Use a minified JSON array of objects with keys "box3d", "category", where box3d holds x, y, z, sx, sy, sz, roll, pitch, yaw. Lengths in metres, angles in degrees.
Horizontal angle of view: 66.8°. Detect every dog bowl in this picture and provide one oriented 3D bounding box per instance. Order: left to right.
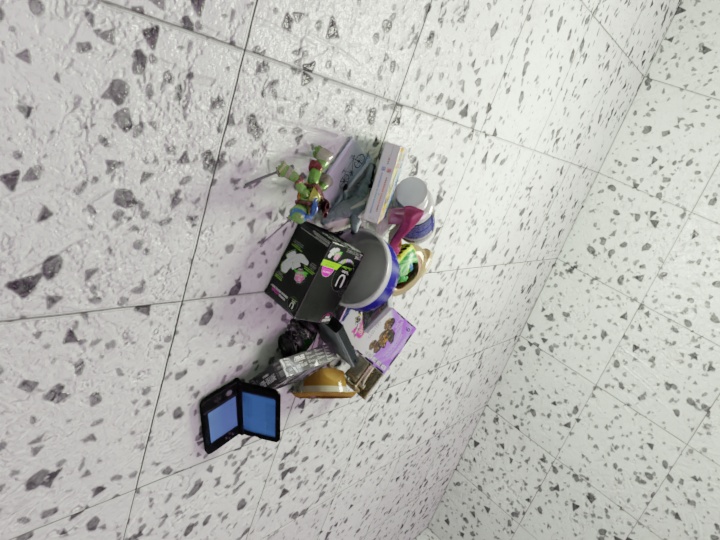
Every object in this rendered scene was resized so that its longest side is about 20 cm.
[{"box3d":[0.000,0.000,1.412,0.203,0.198,0.078,-58,148,2],"category":"dog bowl"}]

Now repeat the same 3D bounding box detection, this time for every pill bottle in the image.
[{"box3d":[0.148,-0.168,1.519,0.121,0.119,0.201,-50,160,-11],"category":"pill bottle"}]

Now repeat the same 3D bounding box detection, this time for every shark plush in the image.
[{"box3d":[-0.015,-0.174,1.335,0.083,0.091,0.202,38,91,-28],"category":"shark plush"}]

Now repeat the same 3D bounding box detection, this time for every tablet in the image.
[{"box3d":[-0.024,0.050,1.533,0.204,0.013,0.130,-64,-174,9],"category":"tablet"}]

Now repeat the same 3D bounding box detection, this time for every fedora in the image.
[{"box3d":[-0.106,0.335,1.615,0.199,0.195,0.085,25,60,-58],"category":"fedora"}]

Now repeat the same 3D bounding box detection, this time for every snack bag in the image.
[{"box3d":[-0.030,-0.210,1.360,0.191,0.021,0.200,-54,148,-6],"category":"snack bag"}]

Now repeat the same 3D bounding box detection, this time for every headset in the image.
[{"box3d":[-0.156,0.181,1.450,0.124,0.093,0.202,-45,157,-19],"category":"headset"}]

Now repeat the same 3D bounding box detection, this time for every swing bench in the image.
[{"box3d":[0.024,0.295,1.766,0.201,0.128,0.201,-52,148,-10],"category":"swing bench"}]

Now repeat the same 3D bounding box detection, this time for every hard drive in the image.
[{"box3d":[-0.077,0.174,1.509,0.033,0.138,0.202,-42,145,-17],"category":"hard drive"}]

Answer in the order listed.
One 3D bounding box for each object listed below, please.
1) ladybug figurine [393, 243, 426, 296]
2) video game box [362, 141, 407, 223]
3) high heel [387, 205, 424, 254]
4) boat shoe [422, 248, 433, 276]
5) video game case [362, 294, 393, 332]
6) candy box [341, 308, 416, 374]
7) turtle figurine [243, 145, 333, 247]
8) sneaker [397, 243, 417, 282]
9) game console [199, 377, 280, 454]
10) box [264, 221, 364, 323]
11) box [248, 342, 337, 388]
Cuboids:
[{"box3d":[0.118,-0.006,1.670,0.197,0.071,0.139,-33,114,-20],"category":"ladybug figurine"},{"box3d":[0.064,-0.219,1.350,0.200,0.045,0.188,-52,157,-75],"category":"video game box"},{"box3d":[0.121,-0.100,1.462,0.203,0.093,0.069,86,9,-52],"category":"high heel"},{"box3d":[0.161,-0.004,1.755,0.200,0.071,0.065,-46,147,-16],"category":"boat shoe"},{"box3d":[0.040,0.047,1.495,0.018,0.205,0.144,14,142,-23],"category":"video game case"},{"box3d":[0.039,0.175,1.621,0.169,0.199,0.071,-52,-173,-8],"category":"candy box"},{"box3d":[-0.143,-0.179,1.181,0.146,0.196,0.196,58,41,-26],"category":"turtle figurine"},{"box3d":[0.095,0.013,1.576,0.200,0.074,0.084,-45,111,-10],"category":"sneaker"},{"box3d":[-0.305,0.390,1.399,0.174,0.115,0.205,-28,137,-39],"category":"game console"},{"box3d":[-0.111,0.007,1.335,0.147,0.123,0.204,18,103,-56],"category":"box"},{"box3d":[-0.178,0.265,1.458,0.197,0.051,0.157,-12,160,-49],"category":"box"}]
